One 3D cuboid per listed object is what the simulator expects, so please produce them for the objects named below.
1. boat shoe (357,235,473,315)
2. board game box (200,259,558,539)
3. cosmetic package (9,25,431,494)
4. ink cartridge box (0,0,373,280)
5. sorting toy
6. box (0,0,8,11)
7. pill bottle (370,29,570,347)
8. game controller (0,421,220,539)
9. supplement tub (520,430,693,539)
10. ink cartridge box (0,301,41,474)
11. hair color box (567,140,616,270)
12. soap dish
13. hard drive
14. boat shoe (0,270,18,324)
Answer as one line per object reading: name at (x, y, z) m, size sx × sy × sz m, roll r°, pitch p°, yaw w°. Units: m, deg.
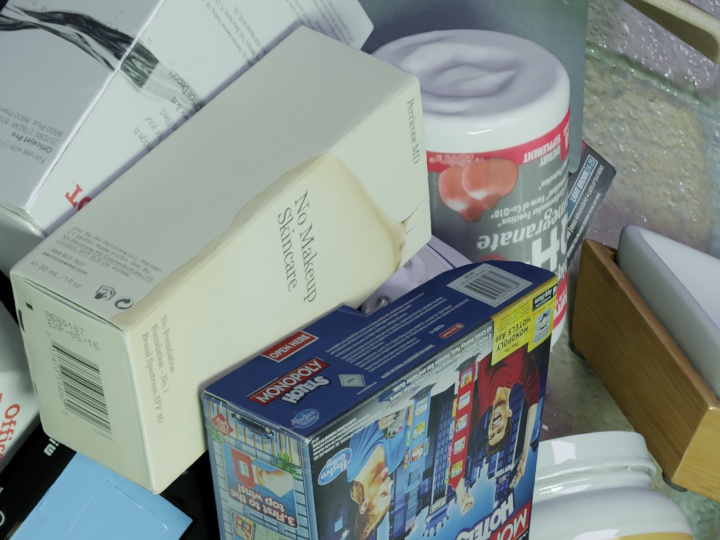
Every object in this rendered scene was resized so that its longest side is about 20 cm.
boat shoe at (0.000, 0.000, 1.441) m, size 0.200 × 0.071 × 0.070 m, roll 51°, pitch 38°, yaw 0°
board game box at (0.005, 0.114, 1.364) m, size 0.061 × 0.201 × 0.200 m, roll 23°, pitch 33°, yaw 29°
cosmetic package at (-0.058, -0.007, 1.312) m, size 0.073 × 0.104 × 0.200 m, roll 26°, pitch 52°, yaw 31°
ink cartridge box at (-0.098, -0.082, 1.352) m, size 0.200 × 0.084 × 0.145 m, roll -58°, pitch 147°, yaw -16°
sorting toy at (0.107, -0.195, 1.659) m, size 0.199 × 0.185 × 0.037 m, roll 28°, pitch 99°, yaw -22°
box at (-0.207, -0.115, 1.385) m, size 0.140 × 0.079 × 0.201 m, roll 10°, pitch 103°, yaw -15°
pill bottle at (0.052, -0.013, 1.522) m, size 0.110 × 0.110 × 0.201 m, roll -28°, pitch 130°, yaw -37°
game controller at (-0.134, 0.136, 1.367) m, size 0.104 × 0.042 × 0.200 m, roll 35°, pitch 99°, yaw -18°
supplement tub at (0.110, 0.195, 1.501) m, size 0.144 × 0.145 × 0.201 m, roll -4°, pitch 72°, yaw -33°
ink cartridge box at (-0.219, 0.075, 1.353) m, size 0.199 × 0.116 × 0.068 m, roll -12°, pitch 48°, yaw -36°
hair color box at (0.036, -0.072, 1.621) m, size 0.200 × 0.060 × 0.100 m, roll 38°, pitch 53°, yaw -12°
soap dish at (0.208, 0.065, 1.606) m, size 0.157 × 0.081 × 0.200 m, roll 22°, pitch 18°, yaw -25°
hard drive at (0.034, -0.142, 1.589) m, size 0.199 × 0.033 × 0.140 m, roll 27°, pitch 47°, yaw -24°
boat shoe at (-0.154, 0.031, 1.452) m, size 0.199 × 0.066 × 0.070 m, roll 24°, pitch 59°, yaw -22°
